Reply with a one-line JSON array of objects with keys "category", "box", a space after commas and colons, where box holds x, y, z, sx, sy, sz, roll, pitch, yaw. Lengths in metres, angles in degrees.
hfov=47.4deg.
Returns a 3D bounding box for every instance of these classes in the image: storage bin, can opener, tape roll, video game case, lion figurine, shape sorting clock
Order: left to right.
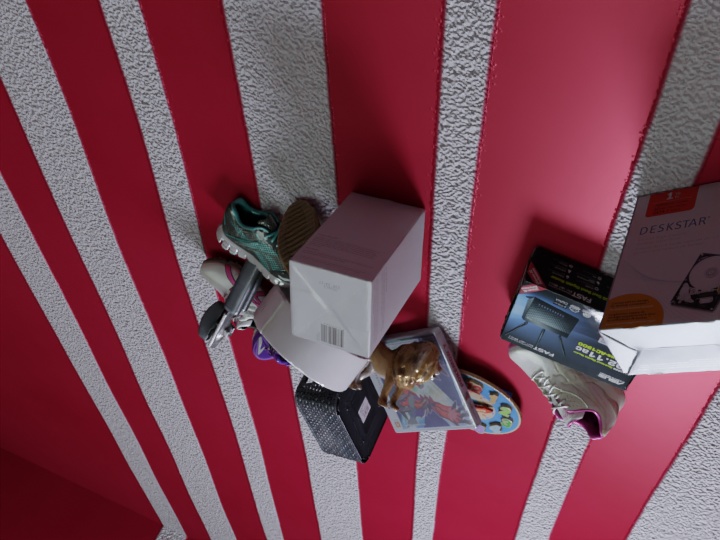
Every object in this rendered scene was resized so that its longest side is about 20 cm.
[{"category": "can opener", "box": [-0.222, 0.044, 1.404, 0.066, 0.053, 0.203, 33, 108, 12]}, {"category": "tape roll", "box": [-0.080, 0.105, 1.343, 0.201, 0.071, 0.203, 39, -171, -7]}, {"category": "storage bin", "box": [-0.030, 0.248, 1.532, 0.092, 0.137, 0.202, 7, 140, 29]}, {"category": "lion figurine", "box": [0.043, 0.156, 1.365, 0.198, 0.125, 0.072, 20, 175, 45]}, {"category": "video game case", "box": [0.096, 0.193, 1.414, 0.198, 0.023, 0.186, -15, 104, 46]}, {"category": "shape sorting clock", "box": [0.187, 0.232, 1.437, 0.196, 0.040, 0.202, 20, 145, 15]}]

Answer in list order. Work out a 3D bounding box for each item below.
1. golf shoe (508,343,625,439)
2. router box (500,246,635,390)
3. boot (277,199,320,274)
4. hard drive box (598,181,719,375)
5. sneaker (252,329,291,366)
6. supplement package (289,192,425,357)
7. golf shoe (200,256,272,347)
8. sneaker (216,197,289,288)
[{"category": "golf shoe", "box": [0.305, 0.176, 1.233, 0.197, 0.092, 0.076, 31, 148, 1]}, {"category": "router box", "box": [0.302, 0.069, 1.121, 0.196, 0.063, 0.151, 23, 147, 11]}, {"category": "boot", "box": [-0.057, 0.010, 1.256, 0.071, 0.205, 0.166, -18, 152, 18]}, {"category": "hard drive box", "box": [0.358, 0.005, 0.874, 0.154, 0.202, 0.077, -11, 130, 43]}, {"category": "sneaker", "box": [-0.150, 0.140, 1.534, 0.081, 0.084, 0.198, 44, 145, -21]}, {"category": "supplement package", "box": [0.000, 0.000, 1.114, 0.118, 0.200, 0.122, 14, 126, 20]}, {"category": "golf shoe", "box": [-0.208, 0.053, 1.457, 0.198, 0.093, 0.073, 33, 151, -2]}, {"category": "sneaker", "box": [-0.142, -0.045, 1.299, 0.197, 0.078, 0.092, 27, 139, 8]}]
